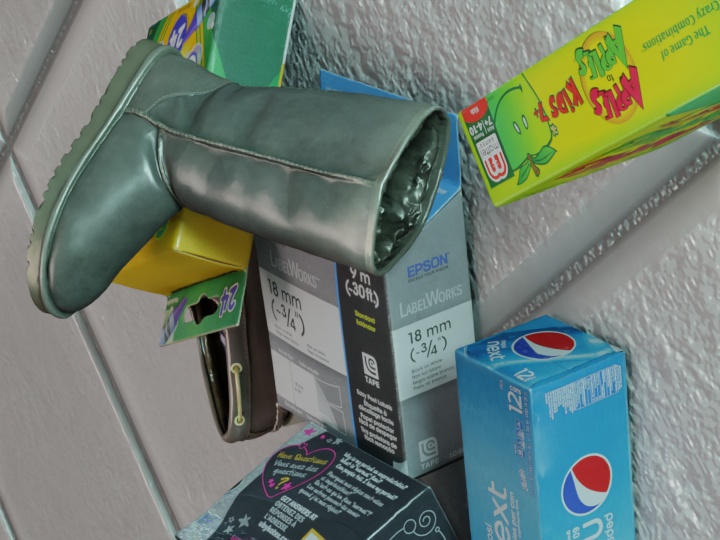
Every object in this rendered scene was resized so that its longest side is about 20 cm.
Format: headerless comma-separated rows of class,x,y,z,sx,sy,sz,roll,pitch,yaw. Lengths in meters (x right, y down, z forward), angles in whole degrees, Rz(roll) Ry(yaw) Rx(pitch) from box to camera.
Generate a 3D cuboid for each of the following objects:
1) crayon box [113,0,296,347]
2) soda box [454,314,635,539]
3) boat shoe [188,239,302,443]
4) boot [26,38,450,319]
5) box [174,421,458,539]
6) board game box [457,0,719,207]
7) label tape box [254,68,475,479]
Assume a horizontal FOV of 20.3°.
crayon box,-0.102,-0.063,1.212,0.125,0.051,0.202,-17,62,61
soda box,0.100,0.131,1.059,0.068,0.064,0.202,26,128,53
boat shoe,-0.092,0.013,1.328,0.072,0.059,0.202,-7,100,61
boot,-0.068,-0.031,1.090,0.199,0.073,0.183,22,85,23
box,0.004,0.208,1.165,0.132,0.114,0.201,24,146,54
board game box,0.134,-0.087,0.833,0.200,0.101,0.048,-29,83,61
label tape box,0.000,0.000,1.157,0.144,0.063,0.202,24,127,52
